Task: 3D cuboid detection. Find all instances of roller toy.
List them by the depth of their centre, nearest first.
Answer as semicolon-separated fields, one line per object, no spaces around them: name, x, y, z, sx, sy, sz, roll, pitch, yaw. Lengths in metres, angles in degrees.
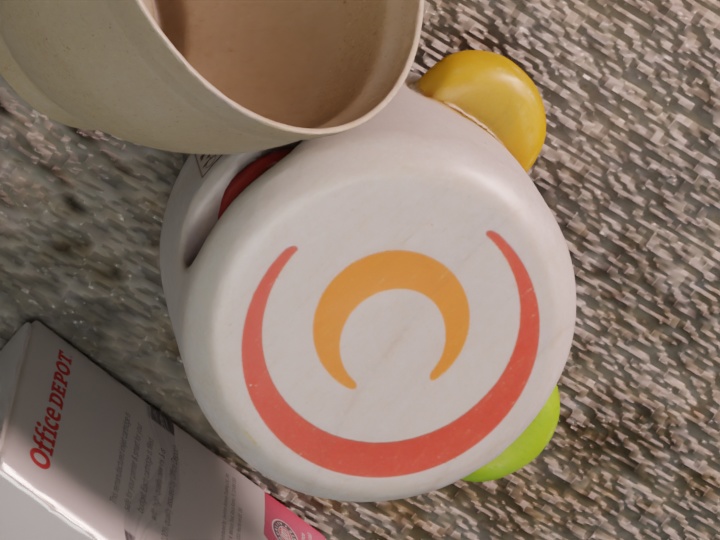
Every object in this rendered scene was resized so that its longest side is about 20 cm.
roller toy;0.000;0.000;1.251;0.182;0.140;0.200;-4;114;-10

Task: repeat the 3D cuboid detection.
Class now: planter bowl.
planter bowl;-0.088;-0.136;1.167;0.135;0.200;0.200;-19;119;39

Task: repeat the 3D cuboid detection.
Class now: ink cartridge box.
ink cartridge box;-0.116;0.137;1.317;0.200;0.147;0.083;38;111;-17
